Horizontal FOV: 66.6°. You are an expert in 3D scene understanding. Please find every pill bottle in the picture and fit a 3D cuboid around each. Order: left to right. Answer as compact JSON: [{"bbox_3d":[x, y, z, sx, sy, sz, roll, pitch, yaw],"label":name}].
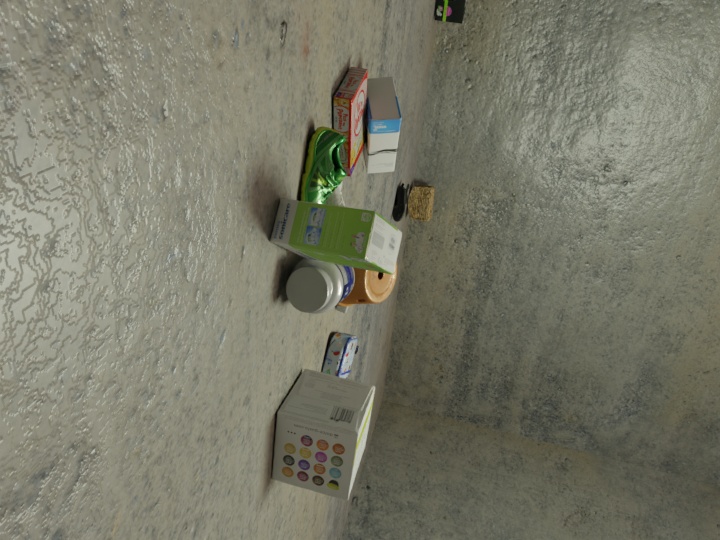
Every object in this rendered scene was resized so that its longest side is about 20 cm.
[{"bbox_3d":[-0.086,0.026,1.170,0.200,0.117,0.123,-33,134,-76],"label":"pill bottle"}]

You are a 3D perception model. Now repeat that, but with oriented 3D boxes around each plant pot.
[{"bbox_3d":[0.000,0.000,1.366,0.198,0.138,0.205,-19,114,-49],"label":"plant pot"}]

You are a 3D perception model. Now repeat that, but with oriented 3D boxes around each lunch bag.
[{"bbox_3d":[-0.063,0.283,1.755,0.200,0.074,0.164,38,66,-78],"label":"lunch bag"}]

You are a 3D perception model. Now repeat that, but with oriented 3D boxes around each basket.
[{"bbox_3d":[0.355,-0.399,3.239,0.149,0.139,0.205,-40,135,-71],"label":"basket"}]

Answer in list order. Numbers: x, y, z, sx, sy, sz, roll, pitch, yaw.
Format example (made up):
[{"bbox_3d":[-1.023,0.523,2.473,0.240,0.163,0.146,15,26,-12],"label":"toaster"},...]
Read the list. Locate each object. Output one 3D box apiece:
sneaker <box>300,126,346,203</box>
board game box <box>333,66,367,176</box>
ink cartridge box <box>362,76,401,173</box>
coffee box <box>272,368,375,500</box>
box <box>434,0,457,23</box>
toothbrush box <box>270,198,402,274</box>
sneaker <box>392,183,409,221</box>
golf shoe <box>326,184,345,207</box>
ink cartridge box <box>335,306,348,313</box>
[{"bbox_3d":[-0.073,-0.185,1.114,0.074,0.082,0.205,-46,147,-73],"label":"sneaker"},{"bbox_3d":[-0.024,-0.355,1.315,0.203,0.045,0.153,91,13,-46],"label":"board game box"},{"bbox_3d":[0.049,-0.377,1.445,0.201,0.082,0.147,94,-11,-60],"label":"ink cartridge box"},{"bbox_3d":[-0.088,0.399,1.354,0.200,0.195,0.202,-58,158,-66],"label":"coffee box"},{"bbox_3d":[0.452,-1.349,2.701,0.203,0.145,0.126,91,13,-45],"label":"box"},{"bbox_3d":[-0.041,-0.061,1.008,0.145,0.196,0.088,25,75,-63],"label":"toothbrush box"},{"bbox_3d":[0.199,-0.329,2.644,0.104,0.059,0.205,20,78,-76],"label":"sneaker"},{"bbox_3d":[-0.060,-0.133,1.237,0.076,0.089,0.203,87,16,-52],"label":"golf shoe"},{"bbox_3d":[-0.016,-0.005,1.708,0.198,0.042,0.203,-66,173,-51],"label":"ink cartridge box"}]
